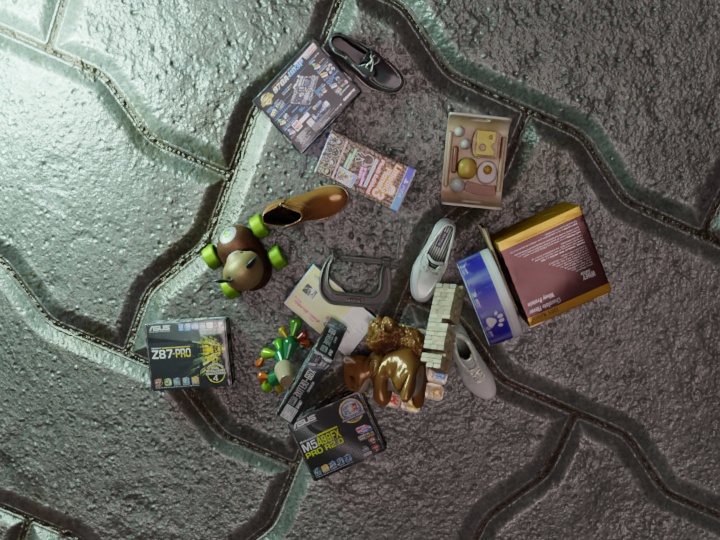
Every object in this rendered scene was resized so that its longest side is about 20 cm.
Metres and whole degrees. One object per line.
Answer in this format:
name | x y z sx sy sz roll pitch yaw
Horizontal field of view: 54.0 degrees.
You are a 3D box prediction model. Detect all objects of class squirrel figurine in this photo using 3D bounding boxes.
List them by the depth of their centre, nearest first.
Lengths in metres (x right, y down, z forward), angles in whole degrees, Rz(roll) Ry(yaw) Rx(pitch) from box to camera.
squirrel figurine | 0.054 0.208 1.621 0.183 0.141 0.205 7 84 22

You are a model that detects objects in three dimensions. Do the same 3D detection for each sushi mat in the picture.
sushi mat | 0.311 -0.009 1.597 0.012 0.096 0.203 -22 97 5

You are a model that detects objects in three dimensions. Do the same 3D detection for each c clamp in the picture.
c clamp | 0.000 0.000 1.629 0.195 0.027 0.175 -1 92 -10

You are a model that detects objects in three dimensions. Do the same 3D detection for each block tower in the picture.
block tower | 0.187 0.126 1.595 0.053 0.058 0.204 3 70 34

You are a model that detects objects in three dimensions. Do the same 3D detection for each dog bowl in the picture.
dog bowl | 0.283 0.059 1.557 0.077 0.200 0.204 -22 98 7

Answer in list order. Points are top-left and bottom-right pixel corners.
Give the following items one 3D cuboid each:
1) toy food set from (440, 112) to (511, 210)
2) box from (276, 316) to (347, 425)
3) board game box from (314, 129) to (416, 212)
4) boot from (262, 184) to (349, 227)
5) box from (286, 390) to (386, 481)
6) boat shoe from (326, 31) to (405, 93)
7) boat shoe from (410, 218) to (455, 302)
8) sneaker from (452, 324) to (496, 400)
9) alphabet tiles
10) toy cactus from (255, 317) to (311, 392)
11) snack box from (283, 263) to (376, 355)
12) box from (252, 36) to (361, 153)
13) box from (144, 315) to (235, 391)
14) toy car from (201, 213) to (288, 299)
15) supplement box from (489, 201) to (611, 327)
toy food set | 0.258 -0.244 1.580 0.140 0.060 0.205 5 100 1
box | -0.109 0.225 1.591 0.049 0.158 0.202 30 114 -2
board game box | 0.011 -0.218 1.541 0.197 0.160 0.098 25 99 -3
boot | -0.122 -0.140 1.558 0.195 0.155 0.079 -7 99 3
box | -0.056 0.391 1.697 0.197 0.044 0.163 -24 98 5
boat shoe | 0.011 -0.455 1.552 0.198 0.063 0.073 34 98 -4
boat shoe | 0.163 -0.022 1.614 0.072 0.067 0.204 16 99 -1
sneaker | 0.255 0.222 1.645 0.070 0.080 0.202 -32 98 4
alphabet tiles | 0.111 0.232 1.670 0.191 0.015 0.205 13 99 7
toy cactus | -0.173 0.214 1.620 0.101 0.166 0.201 31 105 -24
snack box | -0.069 0.093 1.654 0.199 0.037 0.117 40 97 -5
box | -0.118 -0.387 1.575 0.200 0.046 0.159 -44 95 8
box | -0.403 0.196 1.674 0.195 0.049 0.165 -3 96 2
toy car | -0.267 -0.018 1.559 0.162 0.200 0.160 -31 97 6
supplement box | 0.417 -0.016 1.575 0.194 0.133 0.203 -24 97 5
